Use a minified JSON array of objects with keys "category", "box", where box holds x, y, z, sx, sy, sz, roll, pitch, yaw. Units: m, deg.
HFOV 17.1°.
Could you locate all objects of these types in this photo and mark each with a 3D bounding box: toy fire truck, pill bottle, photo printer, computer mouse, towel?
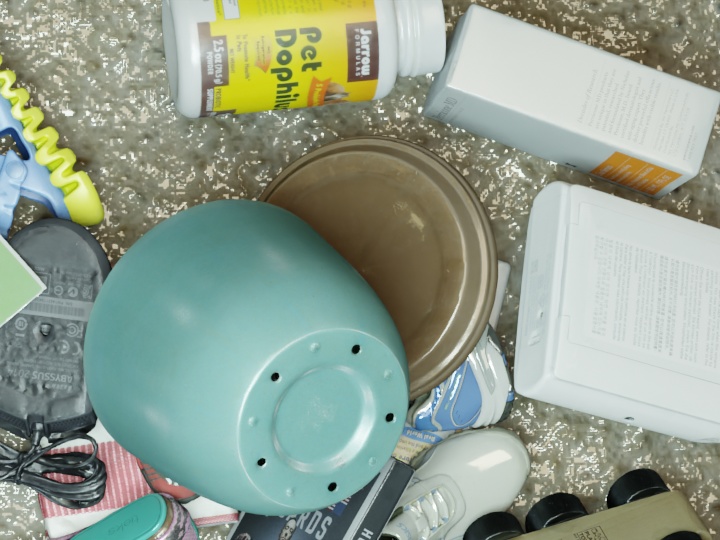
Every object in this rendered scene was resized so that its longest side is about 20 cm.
[{"category":"toy fire truck","box":[0.173,0.272,1.740,0.176,0.200,0.129,-16,40,-13]},{"category":"pill bottle","box":[-0.042,-0.175,1.769,0.200,0.109,0.109,-7,82,-10]},{"category":"photo printer","box":[0.216,0.036,1.772,0.200,0.069,0.166,15,69,-24]},{"category":"computer mouse","box":[-0.228,0.061,1.708,0.138,0.053,0.200,12,91,7]},{"category":"towel","box":[-0.170,0.094,1.738,0.144,0.023,0.200,-8,83,-1]}]

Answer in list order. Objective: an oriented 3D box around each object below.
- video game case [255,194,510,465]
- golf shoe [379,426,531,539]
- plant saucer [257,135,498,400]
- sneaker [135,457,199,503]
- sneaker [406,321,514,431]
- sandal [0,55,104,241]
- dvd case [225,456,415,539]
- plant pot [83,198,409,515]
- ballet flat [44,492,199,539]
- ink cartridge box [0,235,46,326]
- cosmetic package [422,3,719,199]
[{"category":"video game case","box":[-0.004,0.056,1.782,0.200,0.024,0.182,16,79,-7]},{"category":"golf shoe","box":[0.041,0.183,1.716,0.200,0.097,0.078,-31,96,-5]},{"category":"plant saucer","box":[0.000,0.000,1.719,0.200,0.029,0.200,-2,84,18]},{"category":"sneaker","box":[-0.130,0.064,1.684,0.071,0.098,0.200,1,84,-3]},{"category":"sneaker","box":[0.047,0.023,1.743,0.077,0.076,0.200,-17,84,-17]},{"category":"sandal","box":[-0.274,-0.099,1.739,0.087,0.079,0.200,-35,86,-9]},{"category":"dvd case","box":[-0.051,0.205,1.676,0.025,0.150,0.200,32,84,-29]},{"category":"plant pot","box":[-0.061,0.071,1.582,0.201,0.161,0.201,-11,113,-26]},{"category":"ballet flat","box":[-0.204,0.219,1.693,0.200,0.071,0.069,-23,40,10]},{"category":"ink cartridge box","box":[-0.336,0.037,1.692,0.200,0.048,0.146,-40,69,-11]},{"category":"cosmetic package","box":[0.157,-0.125,1.798,0.200,0.101,0.071,20,79,-5]}]
